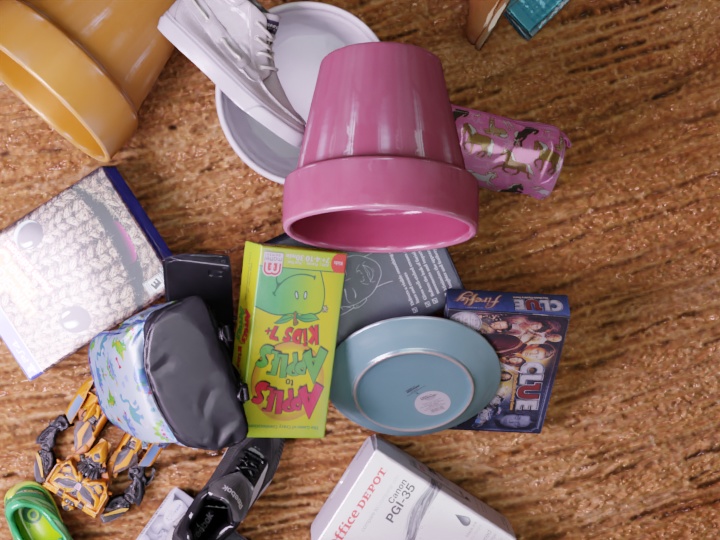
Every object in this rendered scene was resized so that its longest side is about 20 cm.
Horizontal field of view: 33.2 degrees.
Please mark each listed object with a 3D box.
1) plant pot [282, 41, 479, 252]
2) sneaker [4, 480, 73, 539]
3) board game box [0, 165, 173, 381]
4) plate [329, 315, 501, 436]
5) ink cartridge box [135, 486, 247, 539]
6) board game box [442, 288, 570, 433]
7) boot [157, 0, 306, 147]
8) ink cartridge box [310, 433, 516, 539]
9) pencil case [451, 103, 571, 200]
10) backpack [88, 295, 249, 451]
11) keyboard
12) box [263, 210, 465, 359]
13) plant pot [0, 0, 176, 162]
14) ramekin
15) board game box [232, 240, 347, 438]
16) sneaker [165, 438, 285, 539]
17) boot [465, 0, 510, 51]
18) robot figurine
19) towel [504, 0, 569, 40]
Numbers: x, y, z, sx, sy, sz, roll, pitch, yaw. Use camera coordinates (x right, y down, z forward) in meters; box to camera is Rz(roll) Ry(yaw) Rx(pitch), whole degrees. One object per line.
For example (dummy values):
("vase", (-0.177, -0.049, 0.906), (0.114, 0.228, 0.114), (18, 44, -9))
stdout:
("plant pot", (0.020, -0.125, 1.232), (0.198, 0.200, 0.180), (0, 78, -1))
("sneaker", (-0.354, 0.340, 1.411), (0.074, 0.084, 0.200), (-38, 96, 2))
("board game box", (-0.326, 0.000, 1.376), (0.199, 0.097, 0.160), (-33, 95, 1))
("plate", (0.059, 0.128, 1.347), (0.199, 0.026, 0.201), (-1, 133, -1))
("ink cartridge box", (-0.196, 0.392, 1.406), (0.200, 0.043, 0.199), (37, 69, -5))
("board game box", (0.154, 0.106, 1.371), (0.134, 0.035, 0.201), (3, 133, -1))
("boot", (-0.112, -0.227, 1.268), (0.200, 0.074, 0.096), (42, 98, -4))
("ink cartridge box", (0.059, 0.310, 1.419), (0.199, 0.083, 0.147), (33, 94, -4))
("pencil case", (0.136, -0.142, 1.385), (0.199, 0.087, 0.083), (14, 63, -3))
("backpack", (-0.209, 0.108, 1.287), (0.153, 0.200, 0.164), (-19, 101, -11))
("keyboard", (-0.154, 0.047, 1.356), (0.126, 0.201, 0.021), (7, 53, 0))
("box", (0.000, 0.000, 1.379), (0.199, 0.107, 0.149), (-24, 96, 0))
("plant pot", (-0.290, -0.253, 1.319), (0.200, 0.200, 0.184), (41, 78, -4))
("ramekin", (-0.061, -0.195, 1.362), (0.199, 0.105, 0.202), (0, 94, -1))
("board game box", (-0.080, 0.075, 1.288), (0.101, 0.048, 0.202), (5, 95, -28))
("sneaker", (-0.144, 0.251, 1.384), (0.066, 0.090, 0.200), (39, 71, -5))
("boot", (0.103, -0.356, 1.348), (0.154, 0.074, 0.201), (17, 80, -5))
("robot figurine", (-0.296, 0.197, 1.413), (0.144, 0.058, 0.201), (32, 93, -3))
("towel", (0.216, -0.388, 1.394), (0.200, 0.022, 0.147), (-44, 95, 2))
